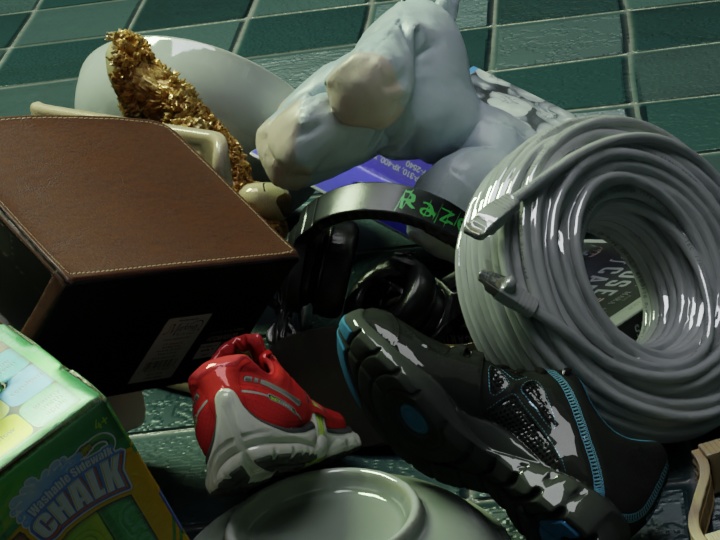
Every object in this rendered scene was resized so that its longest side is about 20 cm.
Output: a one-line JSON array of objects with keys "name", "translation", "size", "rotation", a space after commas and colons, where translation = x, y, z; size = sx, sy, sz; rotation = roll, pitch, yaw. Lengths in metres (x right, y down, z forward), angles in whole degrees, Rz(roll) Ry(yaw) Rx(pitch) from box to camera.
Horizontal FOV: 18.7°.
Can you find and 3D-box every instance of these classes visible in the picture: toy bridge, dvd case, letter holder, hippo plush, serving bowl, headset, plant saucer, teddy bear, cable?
[{"name": "toy bridge", "translation": [0.209, 0.144, 1.132], "size": [0.067, 0.027, 0.200], "rotation": [-15, 24, -6]}, {"name": "dvd case", "translation": [0.126, 0.018, 1.417], "size": [0.200, 0.025, 0.150], "rotation": [1, 23, 46]}, {"name": "letter holder", "translation": [-0.162, -0.010, 1.248], "size": [0.142, 0.101, 0.200], "rotation": [46, 28, 23]}, {"name": "hippo plush", "translation": [0.040, -0.081, 1.428], "size": [0.159, 0.161, 0.200], "rotation": [-35, 10, 43]}, {"name": "serving bowl", "translation": [-0.124, -0.088, 1.621], "size": [0.200, 0.200, 0.066], "rotation": [3, 59, 26]}, {"name": "headset", "translation": [0.000, 0.000, 1.383], "size": [0.200, 0.123, 0.094], "rotation": [-39, 30, 44]}, {"name": "plant saucer", "translation": [-0.016, 0.152, 1.170], "size": [0.200, 0.050, 0.200], "rotation": [-7, 23, 3]}, {"name": "teddy bear", "translation": [-0.107, -0.081, 1.471], "size": [0.067, 0.145, 0.200], "rotation": [-31, 56, -6]}, {"name": "cable", "translation": [0.150, 0.008, 1.272], "size": [0.069, 0.200, 0.200], "rotation": [-32, 12, 51]}]

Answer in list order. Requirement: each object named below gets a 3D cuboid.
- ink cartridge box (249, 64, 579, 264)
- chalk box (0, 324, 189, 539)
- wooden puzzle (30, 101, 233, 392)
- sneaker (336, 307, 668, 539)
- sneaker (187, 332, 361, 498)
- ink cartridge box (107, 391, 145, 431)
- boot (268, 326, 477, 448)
[{"name": "ink cartridge box", "translation": [0.056, -0.088, 1.544], "size": [0.198, 0.043, 0.200], "rotation": [28, 36, 18]}, {"name": "chalk box", "translation": [-0.177, 0.117, 1.090], "size": [0.124, 0.200, 0.124], "rotation": [-38, 34, -17]}, {"name": "wooden puzzle", "translation": [-0.136, -0.013, 1.418], "size": [0.200, 0.185, 0.037], "rotation": [14, 28, 43]}, {"name": "sneaker", "translation": [0.074, 0.081, 1.186], "size": [0.200, 0.073, 0.082], "rotation": [38, 62, 15]}, {"name": "sneaker", "translation": [-0.052, 0.077, 1.240], "size": [0.077, 0.085, 0.200], "rotation": [-21, -7, 4]}, {"name": "ink cartridge box", "translation": [-0.254, 0.079, 1.325], "size": [0.200, 0.086, 0.148], "rotation": [-8, 10, 28]}, {"name": "boot", "translation": [0.033, 0.073, 1.339], "size": [0.200, 0.074, 0.075], "rotation": [0, -3, 28]}]
